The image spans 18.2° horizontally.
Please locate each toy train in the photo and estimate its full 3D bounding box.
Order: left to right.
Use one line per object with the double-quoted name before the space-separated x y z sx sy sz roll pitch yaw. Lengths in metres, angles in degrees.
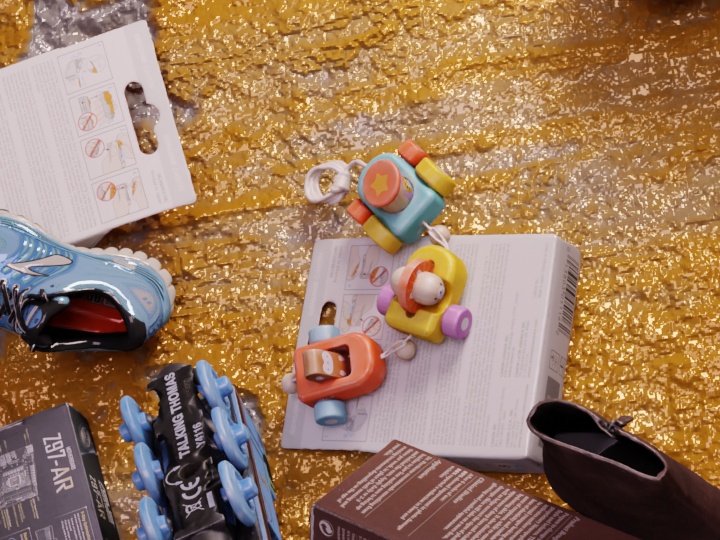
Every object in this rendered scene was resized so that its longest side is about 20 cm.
"toy train" -0.100 0.148 1.507 0.086 0.114 0.200 -25 38 5
"toy train" 0.000 0.000 1.568 0.150 0.056 0.201 -12 67 26

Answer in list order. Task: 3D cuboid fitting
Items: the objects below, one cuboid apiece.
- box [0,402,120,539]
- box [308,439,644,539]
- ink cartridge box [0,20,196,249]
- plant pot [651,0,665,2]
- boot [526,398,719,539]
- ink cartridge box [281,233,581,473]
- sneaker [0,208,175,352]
"box" -0.248 0.214 1.592 0.160 0.044 0.201 -21 68 6
"box" 0.075 0.191 1.464 0.199 0.075 0.100 19 34 31
"ink cartridge box" -0.231 -0.082 1.690 0.199 0.050 0.163 -18 68 2
"plant pot" 0.243 -0.283 1.575 0.174 0.200 0.201 -37 66 21
"boot" 0.200 0.155 1.432 0.199 0.166 0.073 26 80 20
"ink cartridge box" 0.049 0.057 1.580 0.199 0.047 0.161 -1 71 31
"sneaker" -0.234 0.013 1.599 0.199 0.090 0.079 9 115 1
